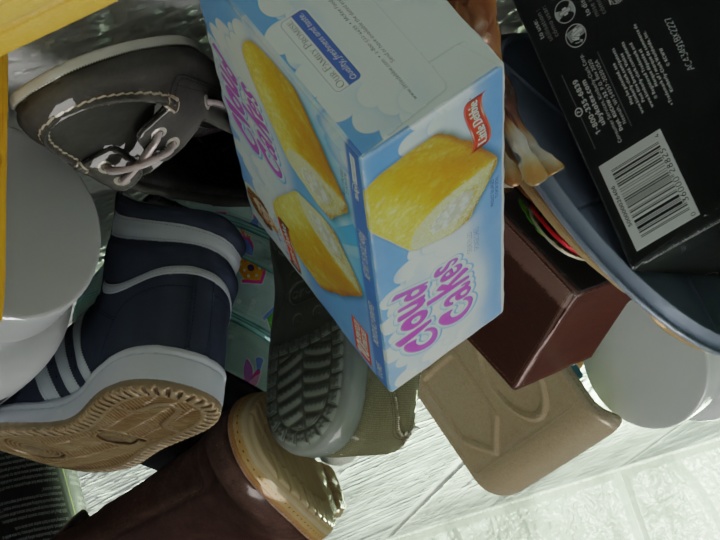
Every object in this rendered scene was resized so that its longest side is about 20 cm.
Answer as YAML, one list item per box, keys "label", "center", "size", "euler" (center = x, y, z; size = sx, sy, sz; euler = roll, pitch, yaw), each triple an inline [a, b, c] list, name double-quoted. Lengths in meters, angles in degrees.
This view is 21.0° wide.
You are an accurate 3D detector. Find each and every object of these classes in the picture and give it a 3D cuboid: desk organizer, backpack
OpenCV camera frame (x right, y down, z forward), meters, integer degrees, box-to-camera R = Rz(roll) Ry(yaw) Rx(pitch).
- label: "desk organizer"
  center: [0.139, -0.009, 1.052]
  size: [0.199, 0.072, 0.077]
  euler: [-18, 147, -44]
- label: "backpack"
  center: [-0.095, 0.043, 1.067]
  size: [0.166, 0.127, 0.200]
  euler: [16, 157, -6]

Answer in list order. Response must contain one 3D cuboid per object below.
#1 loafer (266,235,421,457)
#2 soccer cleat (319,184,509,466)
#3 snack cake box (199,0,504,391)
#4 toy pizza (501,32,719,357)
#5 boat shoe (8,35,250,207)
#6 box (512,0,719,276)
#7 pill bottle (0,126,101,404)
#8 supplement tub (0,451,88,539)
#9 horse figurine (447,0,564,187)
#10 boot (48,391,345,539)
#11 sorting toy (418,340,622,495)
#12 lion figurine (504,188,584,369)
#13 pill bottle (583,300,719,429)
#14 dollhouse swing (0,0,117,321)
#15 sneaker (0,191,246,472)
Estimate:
- label: "loafer"
  center: [0.000, 0.000, 0.929]
  size: [0.075, 0.201, 0.069]
  euler: [-14, 149, 42]
- label: "soccer cleat"
  center: [0.032, 0.017, 1.062]
  size: [0.077, 0.201, 0.069]
  euler: [21, 167, 1]
- label: "snack cake box"
  center: [0.000, -0.050, 0.786]
  size: [0.067, 0.115, 0.200]
  euler: [-34, 155, -13]
- label: "toy pizza"
  center: [0.126, -0.033, 0.949]
  size: [0.032, 0.201, 0.200]
  euler: [-41, 157, 26]
- label: "boat shoe"
  center: [-0.078, -0.058, 0.835]
  size: [0.067, 0.057, 0.200]
  euler: [-29, 172, 19]
- label: "box"
  center: [0.192, -0.087, 0.925]
  size: [0.124, 0.149, 0.200]
  euler: [-31, 162, 30]
- label: "pill bottle"
  center: [-0.199, 0.015, 0.882]
  size: [0.119, 0.120, 0.200]
  euler: [-8, 162, -37]
- label: "supplement tub"
  center: [-0.229, 0.147, 1.185]
  size: [0.122, 0.201, 0.123]
  euler: [-17, 166, -5]
- label: "horse figurine"
  center: [0.035, -0.092, 0.814]
  size: [0.050, 0.133, 0.200]
  euler: [-27, -179, -10]
- label: "boot"
  center: [-0.097, 0.129, 0.970]
  size: [0.165, 0.073, 0.200]
  euler: [-21, 163, 2]
- label: "sorting toy"
  center: [0.065, 0.038, 1.190]
  size: [0.036, 0.200, 0.185]
  euler: [-36, 175, -25]
- label: "lion figurine"
  center: [0.121, 0.002, 1.179]
  size: [0.072, 0.201, 0.122]
  euler: [-10, -162, -16]
- label: "pill bottle"
  center: [0.218, 0.026, 1.179]
  size: [0.111, 0.112, 0.200]
  euler: [-30, 176, 40]
- label: "dollhouse swing"
  center: [-0.169, -0.036, 0.654]
  size: [0.175, 0.183, 0.200]
  euler: [-3, 175, 30]
- label: "sneaker"
  center: [-0.117, 0.030, 0.929]
  size: [0.070, 0.109, 0.200]
  euler: [19, 157, -29]
